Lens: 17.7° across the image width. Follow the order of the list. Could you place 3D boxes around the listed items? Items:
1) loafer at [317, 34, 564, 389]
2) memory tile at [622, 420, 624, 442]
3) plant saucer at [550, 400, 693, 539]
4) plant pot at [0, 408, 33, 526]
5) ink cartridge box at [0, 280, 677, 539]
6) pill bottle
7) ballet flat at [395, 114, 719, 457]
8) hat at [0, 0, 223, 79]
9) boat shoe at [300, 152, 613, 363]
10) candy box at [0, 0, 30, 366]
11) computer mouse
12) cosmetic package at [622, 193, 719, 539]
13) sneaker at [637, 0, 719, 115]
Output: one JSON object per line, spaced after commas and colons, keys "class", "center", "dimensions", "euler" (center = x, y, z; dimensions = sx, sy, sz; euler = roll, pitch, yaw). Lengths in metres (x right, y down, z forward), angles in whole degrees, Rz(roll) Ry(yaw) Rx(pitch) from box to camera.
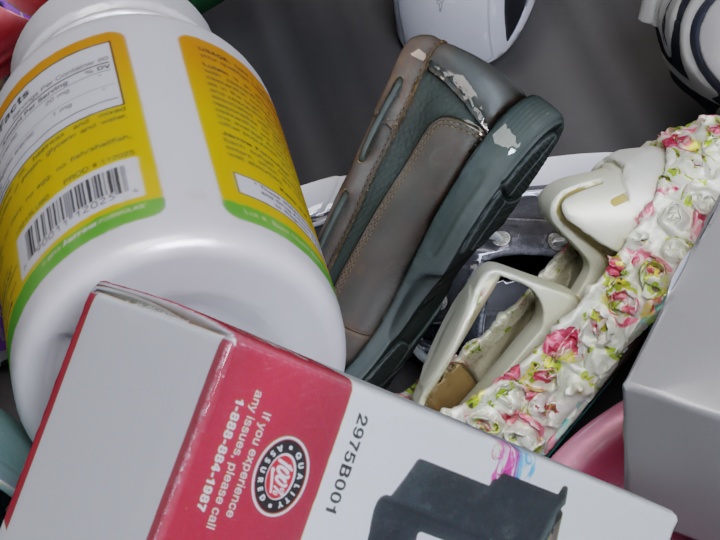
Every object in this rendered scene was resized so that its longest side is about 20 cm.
{"class": "loafer", "center": [0.000, 0.000, 0.854], "dimensions": [0.063, 0.200, 0.072], "euler": [41, 30, 10]}
{"class": "memory tile", "center": [0.206, 0.040, 0.837], "dimensions": [0.199, 0.017, 0.154], "euler": [16, 55, 19]}
{"class": "plant saucer", "center": [0.148, 0.127, 0.817], "dimensions": [0.199, 0.051, 0.201], "euler": [-4, 51, 5]}
{"class": "plant pot", "center": [-0.176, 0.111, 0.797], "dimensions": [0.199, 0.202, 0.134], "euler": [-9, 24, 0]}
{"class": "ink cartridge box", "center": [-0.011, 0.107, 0.717], "dimensions": [0.083, 0.199, 0.147], "euler": [14, 83, 51]}
{"class": "pill bottle", "center": [-0.076, -0.021, 0.821], "dimensions": [0.110, 0.112, 0.200], "euler": [-14, 37, -4]}
{"class": "ballet flat", "center": [0.078, 0.007, 0.859], "dimensions": [0.200, 0.064, 0.076], "euler": [-52, 16, 0]}
{"class": "hat", "center": [-0.089, -0.101, 0.946], "dimensions": [0.199, 0.166, 0.177], "euler": [11, 95, 18]}
{"class": "boat shoe", "center": [0.033, 0.005, 0.920], "dimensions": [0.198, 0.072, 0.068], "euler": [-7, 49, -8]}
{"class": "candy box", "center": [-0.165, -0.044, 0.977], "dimensions": [0.199, 0.072, 0.168], "euler": [-17, 51, -7]}
{"class": "computer mouse", "center": [0.056, -0.189, 1.025], "dimensions": [0.109, 0.044, 0.201], "euler": [8, 83, 26]}
{"class": "cosmetic package", "center": [0.194, 0.054, 0.763], "dimensions": [0.199, 0.090, 0.107], "euler": [19, 56, 24]}
{"class": "sneaker", "center": [0.204, -0.090, 0.964], "dimensions": [0.198, 0.080, 0.130], "euler": [3, 14, -21]}
